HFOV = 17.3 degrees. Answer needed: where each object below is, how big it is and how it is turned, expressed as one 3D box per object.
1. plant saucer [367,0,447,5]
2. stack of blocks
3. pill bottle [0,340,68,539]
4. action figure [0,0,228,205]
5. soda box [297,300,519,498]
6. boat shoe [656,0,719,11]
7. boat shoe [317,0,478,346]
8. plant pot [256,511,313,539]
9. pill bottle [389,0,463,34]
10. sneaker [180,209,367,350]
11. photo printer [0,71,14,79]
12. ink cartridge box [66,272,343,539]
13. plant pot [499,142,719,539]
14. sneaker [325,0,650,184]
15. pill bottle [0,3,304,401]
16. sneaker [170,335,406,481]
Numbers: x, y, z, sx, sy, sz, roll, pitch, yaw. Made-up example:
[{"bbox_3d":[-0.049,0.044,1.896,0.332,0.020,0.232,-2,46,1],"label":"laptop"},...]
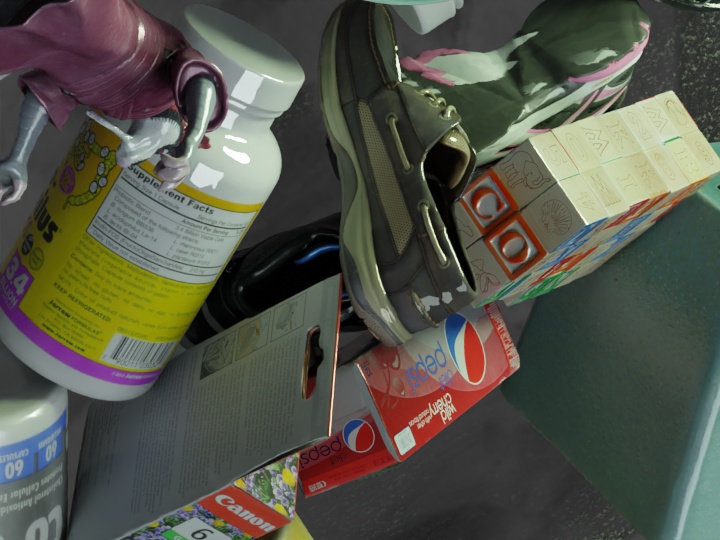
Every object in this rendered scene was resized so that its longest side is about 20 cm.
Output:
[{"bbox_3d":[0.008,-0.220,1.137,0.199,0.201,0.027,-17,175,-23],"label":"plant saucer"},{"bbox_3d":[0.115,-0.035,1.356,0.115,0.059,0.200,-39,170,30],"label":"stack of blocks"},{"bbox_3d":[-0.216,0.146,1.294,0.113,0.114,0.201,-11,119,-28],"label":"pill bottle"},{"bbox_3d":[-0.128,-0.109,1.094,0.200,0.133,0.150,36,59,-61],"label":"action figure"},{"bbox_3d":[0.022,0.065,1.373,0.070,0.064,0.200,-23,-178,28],"label":"soda box"},{"bbox_3d":[0.183,-0.184,1.352,0.075,0.066,0.199,-50,138,12],"label":"boat shoe"},{"bbox_3d":[0.027,-0.057,1.259,0.073,0.201,0.074,-14,157,16],"label":"boat shoe"},{"bbox_3d":[-0.081,0.234,1.450,0.200,0.201,0.190,-26,122,-14],"label":"plant pot"},{"bbox_3d":[0.090,-0.213,1.229,0.200,0.109,0.109,-35,139,-4],"label":"pill bottle"},{"bbox_3d":[0.000,0.000,1.332,0.199,0.112,0.073,-21,92,-28],"label":"sneaker"},{"bbox_3d":[-0.168,-0.177,1.104,0.200,0.069,0.167,-33,139,-8],"label":"photo printer"},{"bbox_3d":[-0.070,0.090,1.257,0.200,0.109,0.050,-28,132,34],"label":"ink cartridge box"},{"bbox_3d":[0.233,0.029,1.494,0.195,0.196,0.201,-8,123,-30],"label":"plant pot"},{"bbox_3d":[0.079,-0.084,1.363,0.199,0.081,0.086,-23,147,-10],"label":"sneaker"},{"bbox_3d":[-0.109,-0.037,1.244,0.104,0.104,0.200,14,116,-42],"label":"pill bottle"},{"bbox_3d":[-0.035,0.066,1.410,0.199,0.074,0.089,17,111,-39],"label":"sneaker"}]
